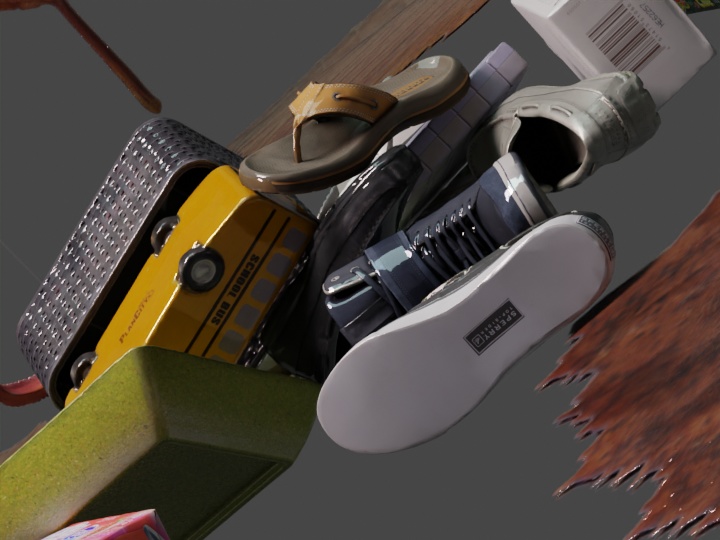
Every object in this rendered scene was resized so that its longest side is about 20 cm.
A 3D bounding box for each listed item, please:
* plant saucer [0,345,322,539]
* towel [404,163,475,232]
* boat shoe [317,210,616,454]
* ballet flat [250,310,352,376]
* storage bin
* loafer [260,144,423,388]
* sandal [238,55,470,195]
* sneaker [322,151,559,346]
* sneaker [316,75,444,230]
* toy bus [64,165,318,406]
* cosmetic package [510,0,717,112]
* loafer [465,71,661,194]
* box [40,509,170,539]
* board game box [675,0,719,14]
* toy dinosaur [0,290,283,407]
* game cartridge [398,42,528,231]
[{"bbox_3d":[-0.139,0.138,1.526,0.199,0.048,0.199,-41,-30,22],"label":"plant saucer"},{"bbox_3d":[0.070,-0.031,1.689,0.200,0.031,0.149,-47,11,-25],"label":"towel"},{"bbox_3d":[0.063,0.035,1.306,0.199,0.069,0.057,-35,4,20],"label":"boat shoe"},{"bbox_3d":[-0.050,0.056,1.669,0.070,0.069,0.200,-49,7,-29],"label":"ballet flat"},{"bbox_3d":[-0.132,0.014,1.624,0.201,0.135,0.094,-57,31,8],"label":"storage bin"},{"bbox_3d":[0.000,0.000,1.535,0.068,0.070,0.201,-41,-15,-48],"label":"loafer"},{"bbox_3d":[-0.006,-0.106,1.543,0.199,0.055,0.081,-32,28,-31],"label":"sandal"},{"bbox_3d":[0.052,-0.001,1.407,0.146,0.077,0.202,-34,-1,-4],"label":"sneaker"},{"bbox_3d":[0.021,-0.044,1.815,0.201,0.088,0.074,-67,-18,3],"label":"sneaker"},{"bbox_3d":[-0.116,0.031,1.547,0.201,0.078,0.065,-59,32,7],"label":"toy bus"},{"bbox_3d":[0.171,-0.168,1.607,0.074,0.102,0.200,-43,11,5],"label":"cosmetic package"},{"bbox_3d":[0.119,-0.084,1.537,0.070,0.070,0.200,-33,5,-26],"label":"loafer"},{"bbox_3d":[-0.167,0.207,1.368,0.102,0.095,0.200,-27,2,-23],"label":"box"},{"bbox_3d":[0.282,-0.223,1.609,0.105,0.023,0.200,-43,9,-5],"label":"board game box"},{"bbox_3d":[-0.146,0.050,1.717,0.180,0.106,0.200,-19,20,24],"label":"toy dinosaur"},{"bbox_3d":[0.057,-0.087,1.688,0.130,0.038,0.200,-43,-5,-11],"label":"game cartridge"}]
